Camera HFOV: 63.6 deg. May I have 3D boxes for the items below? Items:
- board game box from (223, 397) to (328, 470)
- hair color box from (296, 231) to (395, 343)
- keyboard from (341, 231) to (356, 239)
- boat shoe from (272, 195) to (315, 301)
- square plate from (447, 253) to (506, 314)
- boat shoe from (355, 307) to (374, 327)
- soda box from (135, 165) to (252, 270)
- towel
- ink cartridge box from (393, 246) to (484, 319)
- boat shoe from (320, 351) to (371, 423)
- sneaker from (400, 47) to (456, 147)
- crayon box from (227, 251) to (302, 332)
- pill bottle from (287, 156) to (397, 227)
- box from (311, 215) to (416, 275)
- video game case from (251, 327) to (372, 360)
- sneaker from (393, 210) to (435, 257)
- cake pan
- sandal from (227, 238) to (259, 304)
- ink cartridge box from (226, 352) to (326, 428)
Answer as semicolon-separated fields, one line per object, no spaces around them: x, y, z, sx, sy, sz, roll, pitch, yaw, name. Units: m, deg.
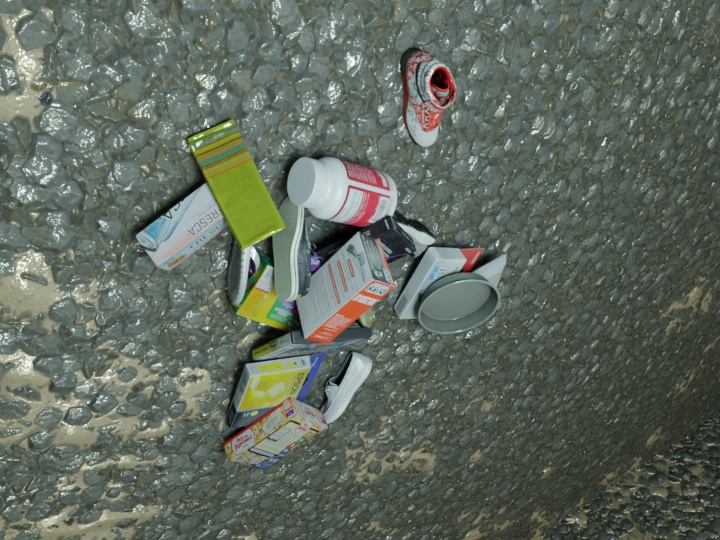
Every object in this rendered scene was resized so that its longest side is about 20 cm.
-0.195;0.386;1.360;0.199;0.047;0.151;-35;144;8;board game box
-0.034;0.036;1.094;0.063;0.112;0.200;17;133;-40;hair color box
0.000;0.000;1.281;0.102;0.040;0.203;4;123;-8;keyboard
-0.124;-0.043;1.101;0.062;0.074;0.204;1;89;-50;boat shoe
0.280;0.066;1.462;0.198;0.029;0.200;-27;148;-22;square plate
-0.001;0.067;1.241;0.063;0.073;0.202;-42;146;-12;boat shoe
-0.275;-0.088;0.988;0.199;0.069;0.064;-38;175;-6;soda box
-0.203;-0.142;0.954;0.085;0.018;0.202;-27;90;-6;towel
0.194;0.032;1.383;0.174;0.045;0.201;-1;135;-32;ink cartridge box
-0.050;0.284;1.417;0.068;0.072;0.201;30;110;-21;boat shoe
0.132;-0.306;1.094;0.067;0.108;0.203;-27;132;-14;sneaker
-0.155;0.054;1.188;0.199;0.058;0.120;26;105;-42;crayon box
-0.033;-0.146;1.080;0.198;0.112;0.114;8;117;-44;pill bottle
0.002;-0.032;1.168;0.198;0.037;0.143;-27;156;15;box
-0.104;0.156;1.232;0.197;0.026;0.180;1;161;-38;video game case
0.081;-0.079;1.245;0.199;0.074;0.080;24;111;-42;sneaker
0.226;0.075;1.355;0.196;0.037;0.202;-7;139;-6;cake pan
-0.208;-0.026;1.079;0.049;0.083;0.206;0;119;-29;sandal
-0.184;0.271;1.303;0.197;0.047;0.199;-1;134;-31;ink cartridge box
